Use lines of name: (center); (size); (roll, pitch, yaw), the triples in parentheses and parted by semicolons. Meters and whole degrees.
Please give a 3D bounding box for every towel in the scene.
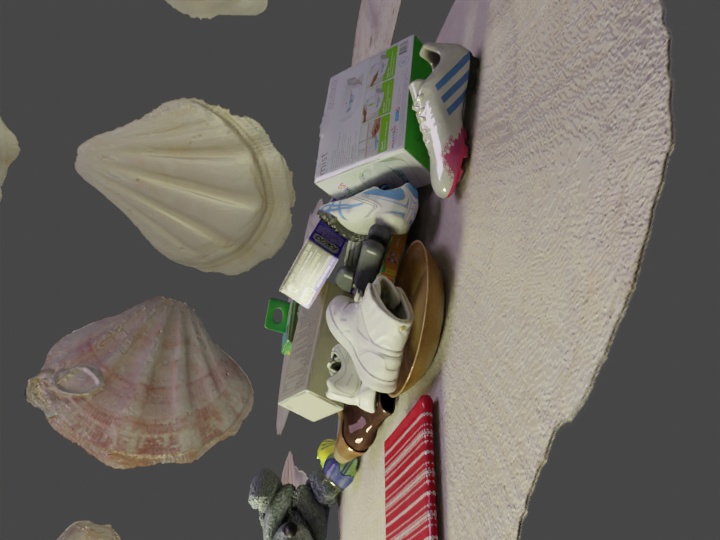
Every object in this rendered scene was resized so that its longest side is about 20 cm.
towel: (0.059, 0.265, 0.713); (0.146, 0.022, 0.205); (116, 160, -50)

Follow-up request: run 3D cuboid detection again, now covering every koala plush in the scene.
koala plush: (-0.122, 0.504, 1.137); (0.201, 0.171, 0.189); (-103, 14, -65)

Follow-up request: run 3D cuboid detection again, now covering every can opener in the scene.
can opener: (0.000, 0.000, 0.915); (0.201, 0.065, 0.054); (114, 179, -61)

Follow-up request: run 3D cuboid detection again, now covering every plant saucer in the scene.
plant saucer: (0.071, 0.065, 0.808); (0.200, 0.034, 0.207); (-169, 89, -81)

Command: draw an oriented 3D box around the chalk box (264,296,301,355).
chalk box: (-0.097, 0.108, 1.258); (0.124, 0.194, 0.128); (128, 152, -68)

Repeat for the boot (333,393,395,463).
boot: (0.013, 0.193, 0.994); (0.168, 0.071, 0.203); (-55, 19, 36)

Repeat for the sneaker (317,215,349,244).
sneaker: (-0.028, -0.079, 1.218); (0.085, 0.118, 0.202); (55, 159, 24)

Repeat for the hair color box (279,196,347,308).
hair color box: (-0.066, -0.036, 1.056); (0.111, 0.064, 0.201); (-57, 4, 27)

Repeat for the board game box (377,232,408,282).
board game box: (0.050, -0.026, 0.934); (0.097, 0.029, 0.203); (106, 180, -45)

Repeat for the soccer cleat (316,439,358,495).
soccer cleat: (-0.035, 0.340, 1.120); (0.084, 0.064, 0.200); (-50, 4, -5)

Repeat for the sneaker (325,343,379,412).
sneaker: (-0.006, 0.118, 0.904); (0.202, 0.078, 0.077); (-80, -8, -59)

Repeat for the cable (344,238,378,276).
cable: (0.025, -0.076, 1.057); (0.202, 0.067, 0.204); (105, -178, -57)

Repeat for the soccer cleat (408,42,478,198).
soccer cleat: (0.096, -0.195, 0.790); (0.070, 0.084, 0.207); (140, 139, -74)

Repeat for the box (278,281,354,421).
box: (-0.065, 0.135, 1.030); (0.094, 0.077, 0.205); (-30, 39, 45)

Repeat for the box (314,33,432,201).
box: (0.029, -0.221, 0.937); (0.173, 0.096, 0.206); (-15, 59, 38)

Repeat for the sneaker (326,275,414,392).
sneaker: (0.015, 0.054, 0.813); (0.200, 0.072, 0.119); (49, 127, 57)

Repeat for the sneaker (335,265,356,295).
sneaker: (-0.011, 0.067, 1.140); (0.203, 0.082, 0.076); (-92, 17, -51)

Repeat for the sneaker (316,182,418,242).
sneaker: (0.011, -0.089, 0.912); (0.197, 0.072, 0.074); (2, 57, 49)
